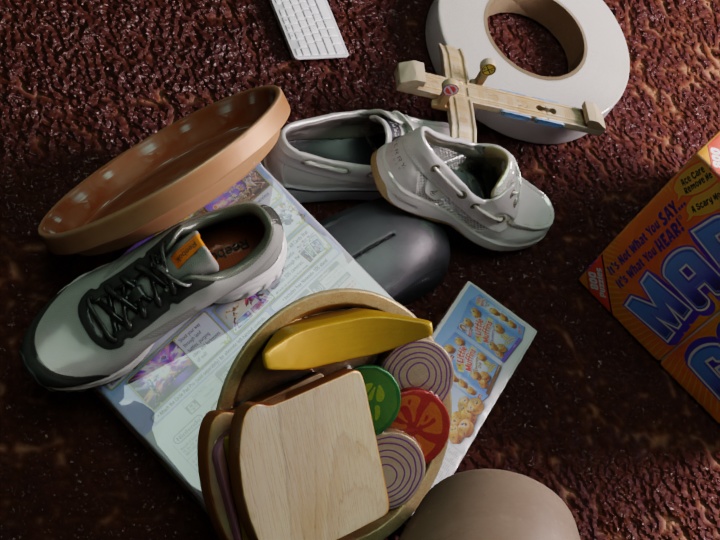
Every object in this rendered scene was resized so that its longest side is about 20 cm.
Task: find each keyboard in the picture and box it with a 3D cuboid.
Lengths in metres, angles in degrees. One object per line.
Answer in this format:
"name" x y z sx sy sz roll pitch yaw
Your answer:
"keyboard" -0.068 -0.275 1.086 0.056 0.011 0.202 -11 67 -25

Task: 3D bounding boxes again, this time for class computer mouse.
"computer mouse" 0.000 0.000 0.933 0.199 0.053 0.139 -32 76 -31

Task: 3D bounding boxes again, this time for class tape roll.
"tape roll" 0.157 -0.212 1.120 0.201 0.037 0.205 10 59 -16

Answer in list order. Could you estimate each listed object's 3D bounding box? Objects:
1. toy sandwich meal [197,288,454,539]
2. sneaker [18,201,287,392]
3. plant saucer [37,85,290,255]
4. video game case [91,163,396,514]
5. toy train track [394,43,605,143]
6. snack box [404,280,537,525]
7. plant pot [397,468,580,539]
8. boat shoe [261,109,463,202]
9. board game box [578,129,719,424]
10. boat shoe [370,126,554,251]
"toy sandwich meal" -0.012 0.108 0.790 0.203 0.070 0.208 -4 98 -29
"sneaker" -0.138 0.009 0.793 0.199 0.079 0.074 -32 80 -15
"plant saucer" -0.136 -0.068 0.849 0.200 0.199 0.033 -44 115 -33
"video game case" -0.092 0.043 0.853 0.200 0.045 0.181 -43 83 -18
"toy train track" 0.127 -0.153 1.028 0.198 0.033 0.116 10 52 -19
"snack box" 0.064 0.099 0.919 0.072 0.024 0.200 35 56 2
"plant pot" 0.082 0.230 0.772 0.199 0.201 0.175 26 39 -5
"boat shoe" 0.016 -0.103 0.988 0.198 0.066 0.073 -3 63 -22
"board game box" 0.347 -0.020 0.985 0.200 0.200 0.200 46 57 9
"boat shoe" 0.101 -0.068 0.967 0.199 0.069 0.071 13 54 -42
